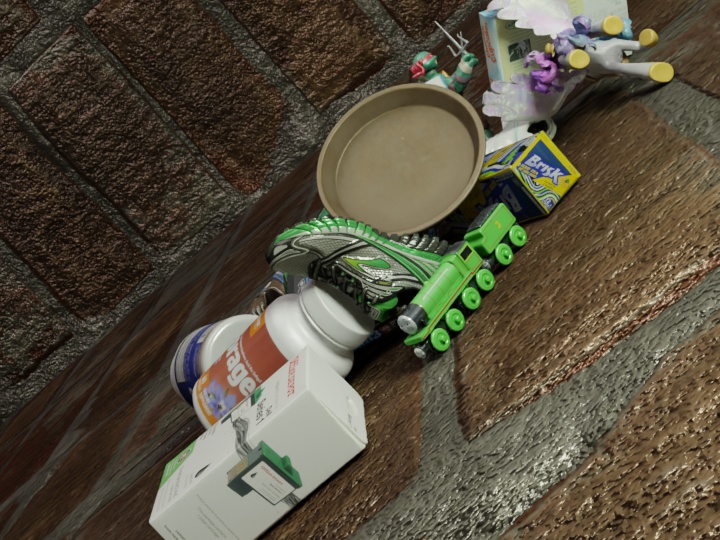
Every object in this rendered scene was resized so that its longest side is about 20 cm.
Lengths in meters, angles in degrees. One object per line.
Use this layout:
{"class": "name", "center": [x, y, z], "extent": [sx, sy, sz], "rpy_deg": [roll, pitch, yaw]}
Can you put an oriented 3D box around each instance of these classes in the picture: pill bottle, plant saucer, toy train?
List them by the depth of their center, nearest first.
{"class": "toy train", "center": [0.101, 0.007, 1.175], "extent": [0.042, 0.056, 0.200], "rpy_deg": [-22, 22, 54]}
{"class": "pill bottle", "center": [-0.080, 0.098, 1.252], "extent": [0.200, 0.112, 0.112], "rpy_deg": [-46, 9, 22]}
{"class": "plant saucer", "center": [0.047, -0.119, 1.313], "extent": [0.199, 0.029, 0.201], "rpy_deg": [-10, 61, 18]}
{"class": "pill bottle", "center": [-0.174, 0.126, 1.508], "extent": [0.120, 0.120, 0.200], "rpy_deg": [-47, 12, -24]}

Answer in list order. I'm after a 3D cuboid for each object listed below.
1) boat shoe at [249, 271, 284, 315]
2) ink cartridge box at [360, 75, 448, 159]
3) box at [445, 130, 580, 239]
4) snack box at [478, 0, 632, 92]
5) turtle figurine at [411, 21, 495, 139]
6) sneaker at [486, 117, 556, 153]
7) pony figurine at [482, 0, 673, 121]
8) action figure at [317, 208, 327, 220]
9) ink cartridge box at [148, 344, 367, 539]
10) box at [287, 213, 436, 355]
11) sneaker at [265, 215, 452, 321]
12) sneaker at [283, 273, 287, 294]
{"class": "boat shoe", "center": [-0.123, 0.056, 1.749], "extent": [0.072, 0.072, 0.200], "rpy_deg": [-50, 3, -14]}
{"class": "ink cartridge box", "center": [0.084, -0.133, 1.446], "extent": [0.116, 0.200, 0.067], "rpy_deg": [-28, 56, 3]}
{"class": "box", "center": [0.157, -0.093, 1.322], "extent": [0.064, 0.070, 0.200], "rpy_deg": [-47, 12, -20]}
{"class": "snack box", "center": [0.252, -0.302, 1.500], "extent": [0.199, 0.117, 0.037], "rpy_deg": [-23, 30, -17]}
{"class": "turtle figurine", "center": [0.134, -0.250, 1.642], "extent": [0.100, 0.201, 0.150], "rpy_deg": [-32, 11, 8]}
{"class": "sneaker", "center": [0.217, -0.184, 1.495], "extent": [0.080, 0.070, 0.201], "rpy_deg": [-26, 26, 36]}
{"class": "pony figurine", "center": [0.251, -0.254, 1.388], "extent": [0.200, 0.192, 0.168], "rpy_deg": [-155, 71, -79]}
{"class": "action figure", "center": [-0.037, -0.022, 1.688], "extent": [0.054, 0.118, 0.201], "rpy_deg": [-17, 34, 40]}
{"class": "ink cartridge box", "center": [-0.096, 0.179, 1.130], "extent": [0.200, 0.084, 0.146], "rpy_deg": [-41, 11, 6]}
{"class": "box", "center": [0.000, 0.000, 1.353], "extent": [0.198, 0.050, 0.201], "rpy_deg": [-32, 40, 29]}
{"class": "sneaker", "center": [0.002, 0.001, 1.180], "extent": [0.078, 0.199, 0.086], "rpy_deg": [122, 156, -63]}
{"class": "sneaker", "center": [-0.050, 0.012, 1.511], "extent": [0.078, 0.086, 0.200], "rpy_deg": [-16, -3, -34]}
